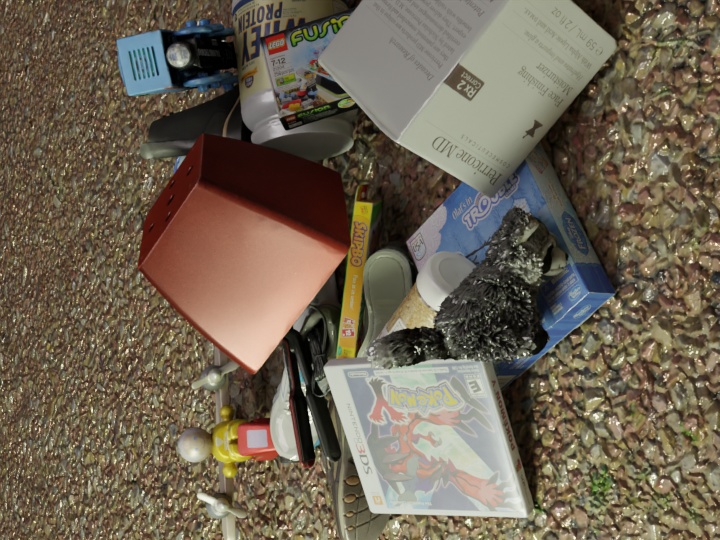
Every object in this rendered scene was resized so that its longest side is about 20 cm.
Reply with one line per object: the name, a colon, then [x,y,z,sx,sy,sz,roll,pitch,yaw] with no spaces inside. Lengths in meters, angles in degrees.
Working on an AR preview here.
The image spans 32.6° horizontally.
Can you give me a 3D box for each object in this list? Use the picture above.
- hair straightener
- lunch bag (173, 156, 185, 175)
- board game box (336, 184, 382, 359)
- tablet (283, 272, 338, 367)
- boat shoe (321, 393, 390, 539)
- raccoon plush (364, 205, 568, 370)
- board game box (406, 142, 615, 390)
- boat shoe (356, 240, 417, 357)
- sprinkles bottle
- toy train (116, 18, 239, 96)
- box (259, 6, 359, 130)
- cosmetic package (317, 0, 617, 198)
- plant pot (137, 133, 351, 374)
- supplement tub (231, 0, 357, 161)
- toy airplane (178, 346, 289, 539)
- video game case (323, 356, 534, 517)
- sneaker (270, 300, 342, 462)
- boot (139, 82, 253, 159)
hair straightener: [-0.047,0.121,1.411,0.077,0.041,0.200,-14,78,24]
lunch bag: [-0.177,-0.056,1.607,0.161,0.082,0.200,25,117,29]
board game box: [0.000,0.000,1.437,0.096,0.030,0.200,-33,-53,-81]
tablet: [-0.069,0.045,1.582,0.130,0.014,0.200,-22,71,50]
boat shoe: [-0.005,0.225,1.452,0.073,0.074,0.200,-21,63,59]
raccoon plush: [0.102,0.017,1.155,0.097,0.200,0.134,-157,59,-63]
board game box: [0.147,-0.005,1.275,0.200,0.043,0.199,-48,52,40]
boat shoe: [0.037,0.067,1.405,0.072,0.061,0.202,7,110,12]
sprinkles bottle: [0.058,0.068,1.300,0.200,0.068,0.068,-58,46,41]
toy train: [-0.214,-0.255,1.496,0.114,0.200,0.087,-8,98,11]
box: [-0.006,-0.239,1.390,0.035,0.200,0.110,63,-170,-68]
cosmetic package: [0.103,-0.213,1.204,0.200,0.165,0.165,-52,48,13]
plant pot: [-0.143,-0.041,1.414,0.200,0.176,0.200,-52,22,21]
supplement tub: [-0.078,-0.244,1.501,0.145,0.145,0.200,-20,72,50]
toy airplane: [-0.181,0.223,1.613,0.200,0.141,0.199,52,128,40]
video game case: [0.069,0.173,1.286,0.200,0.023,0.183,-7,108,36]
sneaker: [-0.069,0.133,1.479,0.075,0.087,0.200,13,91,8]
boot: [-0.196,-0.206,1.596,0.200,0.138,0.078,-72,-24,-60]
